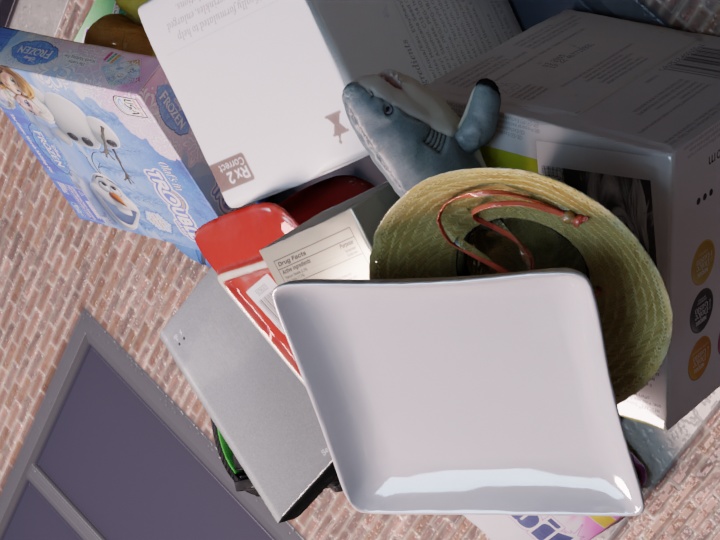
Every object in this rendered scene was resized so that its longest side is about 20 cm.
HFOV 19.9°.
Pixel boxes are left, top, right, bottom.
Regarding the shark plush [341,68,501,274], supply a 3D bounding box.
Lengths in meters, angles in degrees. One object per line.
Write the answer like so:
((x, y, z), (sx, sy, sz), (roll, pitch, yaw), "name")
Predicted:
((0.040, -0.033, 1.308), (0.090, 0.083, 0.201), (8, 116, 39), "shark plush")

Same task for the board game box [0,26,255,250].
((-0.193, -0.101, 1.641), (0.198, 0.044, 0.200), (13, 148, 37), "board game box")

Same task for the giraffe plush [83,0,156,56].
((-0.164, -0.213, 1.629), (0.198, 0.173, 0.163), (4, 112, 4), "giraffe plush")

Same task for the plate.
((0.064, 0.072, 1.258), (0.198, 0.032, 0.200), (-3, 130, 21), "plate")

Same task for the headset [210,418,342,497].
((-0.063, 0.142, 1.783), (0.200, 0.093, 0.124), (34, 124, 53), "headset")

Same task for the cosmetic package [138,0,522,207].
((-0.016, -0.170, 1.489), (0.164, 0.200, 0.166), (-20, 98, 45), "cosmetic package")

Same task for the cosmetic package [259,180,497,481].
((0.029, 0.047, 1.368), (0.103, 0.073, 0.201), (-21, 98, 46), "cosmetic package")

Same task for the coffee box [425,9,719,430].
((0.173, -0.042, 1.387), (0.199, 0.199, 0.199), (16, 122, 34), "coffee box")

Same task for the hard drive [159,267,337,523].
((-0.075, 0.087, 1.697), (0.140, 0.033, 0.201), (-49, 65, 33), "hard drive")

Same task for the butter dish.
((0.000, 0.000, 1.538), (0.200, 0.148, 0.200), (50, 160, -10), "butter dish")

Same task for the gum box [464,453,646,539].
((0.115, 0.139, 1.595), (0.200, 0.066, 0.113), (42, 134, -5), "gum box")

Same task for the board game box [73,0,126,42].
((-0.200, -0.155, 1.781), (0.135, 0.029, 0.200), (49, 135, 11), "board game box")

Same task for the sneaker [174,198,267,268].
((-0.097, -0.075, 1.713), (0.078, 0.066, 0.200), (38, 133, 5), "sneaker")

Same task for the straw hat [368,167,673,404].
((0.103, -0.009, 1.254), (0.199, 0.085, 0.202), (9, 133, 10), "straw hat")
